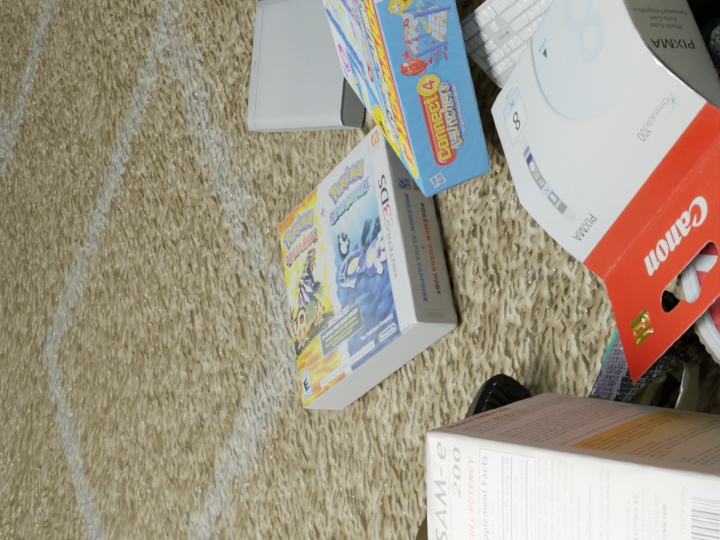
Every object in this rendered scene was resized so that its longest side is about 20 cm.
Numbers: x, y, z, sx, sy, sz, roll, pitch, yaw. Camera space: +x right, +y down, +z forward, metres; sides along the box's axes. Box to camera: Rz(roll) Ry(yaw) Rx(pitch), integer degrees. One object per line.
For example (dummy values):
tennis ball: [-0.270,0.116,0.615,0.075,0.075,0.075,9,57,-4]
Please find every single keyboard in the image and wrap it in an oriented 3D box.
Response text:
keyboard: [0.118,-0.171,0.904,0.011,0.056,0.200,-54,10,-21]

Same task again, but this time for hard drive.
hard drive: [-0.051,-0.199,1.301,0.200,0.027,0.132,8,93,60]

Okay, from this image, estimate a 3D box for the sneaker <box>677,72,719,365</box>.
sneaker: [0.226,-0.033,0.745,0.113,0.071,0.200,-52,41,49]

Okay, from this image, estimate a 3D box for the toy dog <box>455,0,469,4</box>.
toy dog: [0.126,-0.234,0.907,0.096,0.132,0.200,-55,11,-21]

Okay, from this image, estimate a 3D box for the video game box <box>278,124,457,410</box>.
video game box: [0.000,0.000,1.166,0.200,0.047,0.183,-42,49,51]

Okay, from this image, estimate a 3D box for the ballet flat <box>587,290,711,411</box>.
ballet flat: [0.160,0.108,0.851,0.072,0.072,0.201,58,135,47]

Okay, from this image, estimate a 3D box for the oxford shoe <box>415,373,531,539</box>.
oxford shoe: [0.071,0.163,0.941,0.084,0.073,0.200,-25,40,52]

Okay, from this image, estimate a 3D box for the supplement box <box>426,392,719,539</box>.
supplement box: [0.150,0.120,0.736,0.200,0.126,0.074,4,98,41]

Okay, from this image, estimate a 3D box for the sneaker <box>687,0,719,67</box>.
sneaker: [0.158,-0.135,0.880,0.200,0.074,0.088,-49,41,48]

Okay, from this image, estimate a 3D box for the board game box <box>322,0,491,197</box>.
board game box: [0.020,-0.190,1.033,0.196,0.056,0.200,-119,9,-50]

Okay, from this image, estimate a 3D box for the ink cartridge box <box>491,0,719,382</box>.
ink cartridge box: [0.141,-0.061,0.763,0.160,0.047,0.200,119,145,-53]

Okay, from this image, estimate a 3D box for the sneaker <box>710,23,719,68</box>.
sneaker: [0.259,-0.114,0.694,0.200,0.104,0.060,40,162,17]
